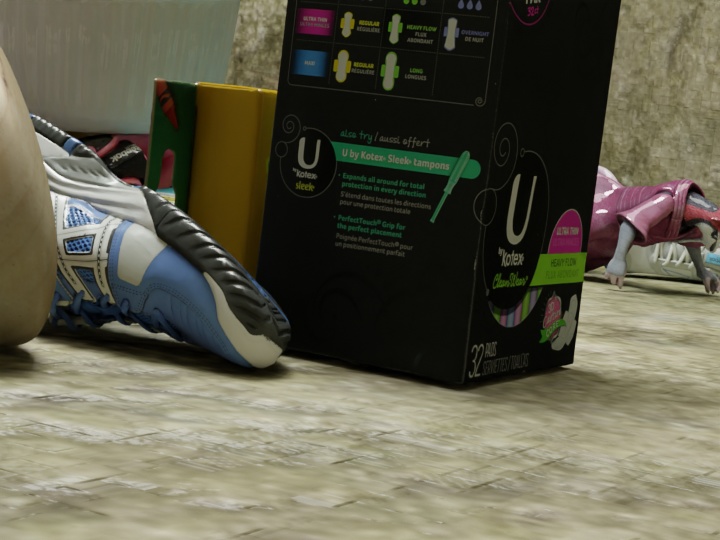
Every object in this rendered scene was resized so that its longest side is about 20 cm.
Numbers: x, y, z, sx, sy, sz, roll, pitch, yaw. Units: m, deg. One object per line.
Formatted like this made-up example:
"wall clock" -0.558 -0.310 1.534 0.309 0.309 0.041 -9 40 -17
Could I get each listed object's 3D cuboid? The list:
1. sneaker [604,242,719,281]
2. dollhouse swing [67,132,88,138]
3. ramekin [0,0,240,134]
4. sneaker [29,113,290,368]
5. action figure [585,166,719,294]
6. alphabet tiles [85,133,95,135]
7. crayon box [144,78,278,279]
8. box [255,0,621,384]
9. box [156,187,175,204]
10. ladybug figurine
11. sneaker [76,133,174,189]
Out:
"sneaker" 0.322 -0.024 1.594 0.199 0.076 0.086 3 12 -37
"dollhouse swing" -0.268 -0.037 1.142 0.199 0.176 0.183 5 46 -18
"ramekin" -0.174 -0.152 1.016 0.199 0.106 0.200 6 14 -1
"sneaker" -0.113 0.001 0.760 0.199 0.077 0.076 30 -12 35
"action figure" 0.252 -0.052 1.448 0.199 0.150 0.134 -7 -10 37
"alphabet tiles" -0.166 -0.122 1.128 0.199 0.006 0.166 23 24 25
"crayon box" -0.035 -0.032 0.877 0.051 0.128 0.199 10 7 37
"box" 0.041 -0.056 0.809 0.124 0.202 0.148 9 5 28
"box" -0.112 -0.017 0.921 0.082 0.050 0.200 10 11 31
"ladybug figurine" -0.190 -0.049 0.705 0.072 0.136 0.200 -10 44 -25
"sneaker" -0.175 -0.051 0.953 0.095 0.079 0.200 -24 -1 28
